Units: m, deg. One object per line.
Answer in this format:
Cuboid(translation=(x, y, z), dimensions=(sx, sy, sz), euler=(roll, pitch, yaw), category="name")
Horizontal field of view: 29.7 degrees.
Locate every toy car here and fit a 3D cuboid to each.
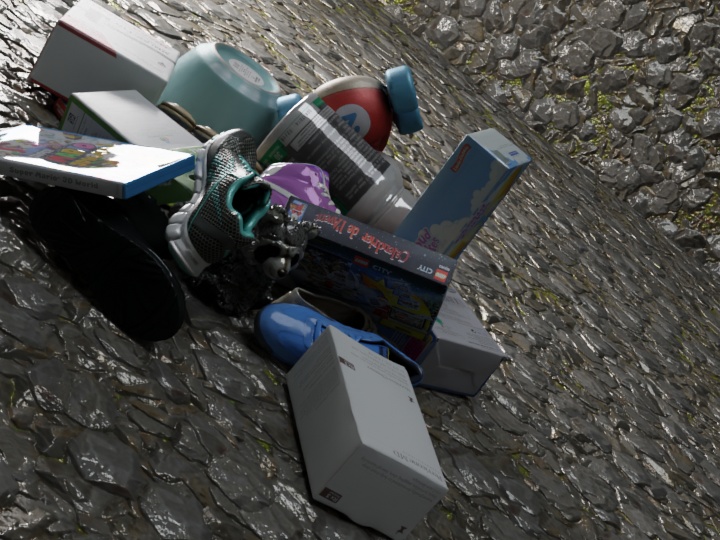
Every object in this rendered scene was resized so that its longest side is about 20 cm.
Cuboid(translation=(0.003, -0.144, 1.818), dimensions=(0.177, 0.183, 0.201), euler=(62, 14, -76), category="toy car")

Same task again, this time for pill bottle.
Cuboid(translation=(-0.027, -0.118, 1.713), dimensions=(0.200, 0.113, 0.113), euler=(43, 18, -3), category="pill bottle")

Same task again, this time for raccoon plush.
Cuboid(translation=(-0.135, -0.049, 1.456), dimensions=(0.200, 0.134, 0.097), euler=(48, 21, 27), category="raccoon plush")

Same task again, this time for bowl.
Cuboid(translation=(-0.183, -0.236, 1.852), dimensions=(0.200, 0.105, 0.201), euler=(33, 20, -14), category="bowl")

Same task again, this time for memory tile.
Cuboid(translation=(-0.174, -0.148, 1.706), dimensions=(0.200, 0.017, 0.153), euler=(35, -7, -12), category="memory tile")

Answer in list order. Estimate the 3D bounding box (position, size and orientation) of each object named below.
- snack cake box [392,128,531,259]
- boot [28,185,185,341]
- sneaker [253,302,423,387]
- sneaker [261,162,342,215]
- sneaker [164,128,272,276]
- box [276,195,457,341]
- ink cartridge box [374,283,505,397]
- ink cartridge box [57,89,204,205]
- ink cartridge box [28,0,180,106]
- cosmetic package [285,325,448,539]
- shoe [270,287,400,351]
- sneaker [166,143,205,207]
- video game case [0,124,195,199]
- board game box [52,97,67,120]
Cuboid(translation=(0.111, -0.071, 1.631), dimensions=(0.067, 0.200, 0.115), euler=(40, 21, 9), category="snack cake box")
Cuboid(translation=(-0.224, -0.019, 1.336), dimensions=(0.198, 0.073, 0.162), euler=(43, 13, 7), category="boot")
Cuboid(translation=(-0.019, 0.080, 1.439), dimensions=(0.199, 0.078, 0.066), euler=(28, 61, -30), category="sneaker")
Cuboid(translation=(-0.036, -0.063, 1.607), dimensions=(0.200, 0.073, 0.115), euler=(28, 59, 0), category="sneaker")
Cuboid(translation=(-0.123, -0.076, 1.360), dimensions=(0.078, 0.091, 0.201), euler=(53, 32, -33), category="sneaker")
Cuboid(translation=(0.000, 0.000, 1.528), dimensions=(0.199, 0.137, 0.038), euler=(22, 59, 3), category="box")
Cuboid(translation=(0.073, 0.056, 1.692), dimensions=(0.136, 0.076, 0.200), euler=(18, 30, -44), category="ink cartridge box")
Cuboid(translation=(-0.226, -0.121, 1.477), dimensions=(0.200, 0.060, 0.104), euler=(38, 27, 24), category="ink cartridge box")
Cuboid(translation=(-0.305, -0.249, 1.646), dimensions=(0.144, 0.084, 0.200), euler=(29, 14, -12), category="ink cartridge box")
Cuboid(translation=(0.002, 0.156, 1.323), dimensions=(0.113, 0.081, 0.200), euler=(30, 19, -28), category="cosmetic package")
Cuboid(translation=(-0.019, 0.068, 1.528), dimensions=(0.199, 0.053, 0.070), euler=(22, 24, -40), category="shoe")
Cuboid(translation=(-0.166, -0.104, 1.611), dimensions=(0.199, 0.081, 0.074), euler=(14, 31, -51), category="sneaker")
Cuboid(translation=(-0.282, -0.109, 1.331), dimensions=(0.199, 0.018, 0.143), euler=(11, 19, 18), category="video game case")
Cuboid(translation=(-0.267, -0.149, 1.624), dimensions=(0.200, 0.019, 0.103), euler=(12, 30, -53), category="board game box")
